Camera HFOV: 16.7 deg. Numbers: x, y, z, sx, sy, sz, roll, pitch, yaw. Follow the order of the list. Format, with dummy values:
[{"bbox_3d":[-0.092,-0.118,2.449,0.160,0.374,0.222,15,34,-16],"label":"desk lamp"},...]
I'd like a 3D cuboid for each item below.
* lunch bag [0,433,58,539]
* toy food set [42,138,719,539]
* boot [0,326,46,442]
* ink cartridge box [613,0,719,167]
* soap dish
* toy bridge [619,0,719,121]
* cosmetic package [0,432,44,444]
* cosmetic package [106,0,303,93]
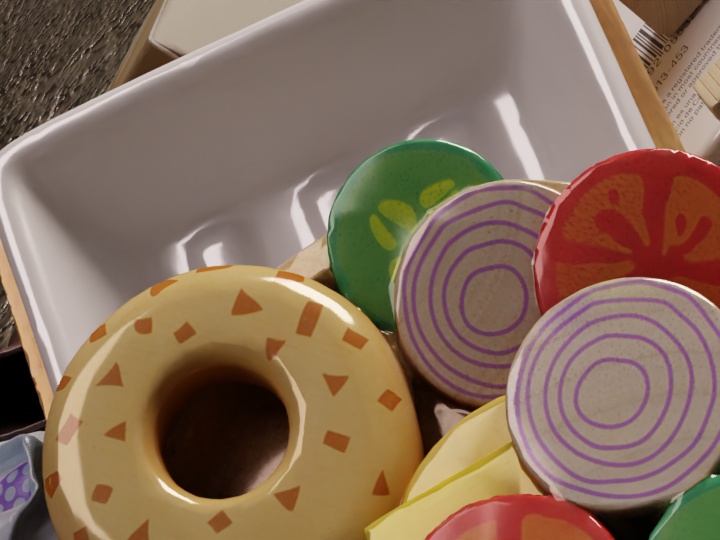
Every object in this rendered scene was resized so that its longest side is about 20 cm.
[{"bbox_3d":[-0.115,0.162,0.846,0.199,0.169,0.128,-23,44,43],"label":"lunch bag"},{"bbox_3d":[0.028,0.058,0.609,0.197,0.049,0.201,-31,59,4],"label":"toy food set"},{"bbox_3d":[-0.032,0.017,0.856,0.198,0.073,0.166,-16,5,9],"label":"boot"},{"bbox_3d":[0.132,-0.094,0.808,0.145,0.084,0.200,-52,28,8],"label":"ink cartridge box"},{"bbox_3d":[0.000,0.000,0.719,0.199,0.081,0.158,-25,67,6],"label":"soap dish"},{"bbox_3d":[0.104,-0.104,0.743,0.067,0.027,0.200,-48,29,13],"label":"toy bridge"},{"bbox_3d":[-0.081,0.045,1.049,0.200,0.052,0.152,-32,37,39],"label":"cosmetic package"},{"bbox_3d":[-0.050,-0.079,0.935,0.106,0.071,0.200,-66,8,-22],"label":"cosmetic package"}]
